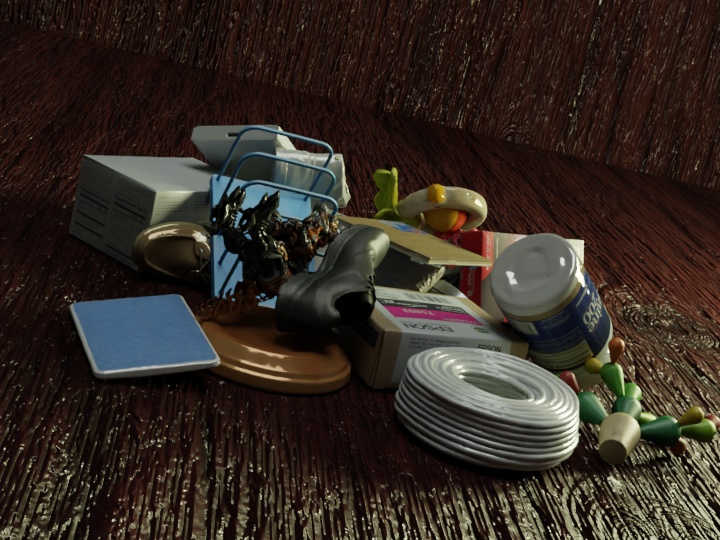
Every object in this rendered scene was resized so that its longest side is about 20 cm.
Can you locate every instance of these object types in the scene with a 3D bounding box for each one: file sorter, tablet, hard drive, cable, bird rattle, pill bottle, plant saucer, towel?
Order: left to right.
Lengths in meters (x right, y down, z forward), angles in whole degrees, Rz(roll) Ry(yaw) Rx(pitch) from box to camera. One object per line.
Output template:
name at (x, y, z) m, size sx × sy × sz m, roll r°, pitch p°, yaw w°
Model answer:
tablet at (-0.231, 0.068, 1.408) m, size 0.129 × 0.014 × 0.200 m, roll -5°, pitch 21°, yaw -19°
hard drive at (-0.137, -0.141, 1.864) m, size 0.130 × 0.027 × 0.200 m, roll 2°, pitch -25°, yaw 22°
plant saucer at (-0.104, 0.081, 1.478) m, size 0.198 × 0.038 × 0.200 m, roll 14°, pitch 14°, yaw -3°
file sorter at (-0.102, -0.061, 1.648) m, size 0.137 × 0.123 × 0.202 m, roll 12°, pitch 48°, yaw -22°
towel at (0.000, 0.000, 1.751) m, size 0.199 × 0.035 × 0.132 m, roll 25°, pitch 55°, yaw 36°
bird rattle at (0.111, -0.071, 1.906) m, size 0.199 × 0.114 × 0.162 m, roll 22°, pitch -27°, yaw -30°
cable at (0.136, 0.145, 1.406) m, size 0.198 × 0.070 × 0.200 m, roll 11°, pitch 15°, yaw -12°
pill bottle at (0.238, 0.056, 1.596) m, size 0.111 × 0.111 × 0.200 m, roll 28°, pitch -19°, yaw 43°

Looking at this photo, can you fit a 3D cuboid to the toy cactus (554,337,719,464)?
toy cactus at (0.303, 0.161, 1.494) m, size 0.198 × 0.103 × 0.165 m, roll 26°, pitch 26°, yaw 10°

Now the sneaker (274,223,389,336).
sneaker at (-0.013, 0.018, 1.501) m, size 0.090 × 0.077 × 0.200 m, roll 16°, pitch 41°, yaw 27°

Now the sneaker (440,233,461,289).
sneaker at (0.096, 0.007, 1.887) m, size 0.198 × 0.088 × 0.074 m, roll -13°, pitch 47°, yaw -13°

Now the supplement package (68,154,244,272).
supplement package at (-0.258, -0.079, 1.777) m, size 0.155 × 0.112 × 0.199 m, roll 25°, pitch 18°, yaw 36°

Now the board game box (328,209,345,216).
board game box at (-0.038, -0.038, 1.970) m, size 0.199 × 0.044 × 0.198 m, roll 25°, pitch 17°, yaw 35°

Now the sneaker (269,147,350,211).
sneaker at (-0.072, -0.084, 1.826) m, size 0.114 × 0.201 × 0.074 m, roll 1°, pitch 51°, yaw -11°

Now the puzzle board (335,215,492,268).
puzzle board at (0.068, -0.034, 1.728) m, size 0.150 × 0.018 × 0.199 m, roll 24°, pitch 10°, yaw 27°

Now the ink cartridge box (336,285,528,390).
ink cartridge box at (0.073, 0.082, 1.571) m, size 0.198 × 0.076 × 0.165 m, roll 7°, pitch 15°, yaw -28°

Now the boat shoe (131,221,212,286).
boat shoe at (-0.191, -0.015, 1.683) m, size 0.198 × 0.072 × 0.064 m, roll 6°, pitch 16°, yaw -35°

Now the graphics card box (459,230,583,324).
graphics card box at (0.227, 0.013, 1.864) m, size 0.198 × 0.127 × 0.051 m, roll 5°, pitch -4°, yaw -37°

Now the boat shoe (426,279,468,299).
boat shoe at (0.069, 0.042, 1.763) m, size 0.199 × 0.072 × 0.062 m, roll 26°, pitch 56°, yaw 34°

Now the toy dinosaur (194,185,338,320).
toy dinosaur at (-0.103, -0.017, 1.484) m, size 0.101 × 0.137 × 0.201 m, roll -7°, pitch 33°, yaw 32°
